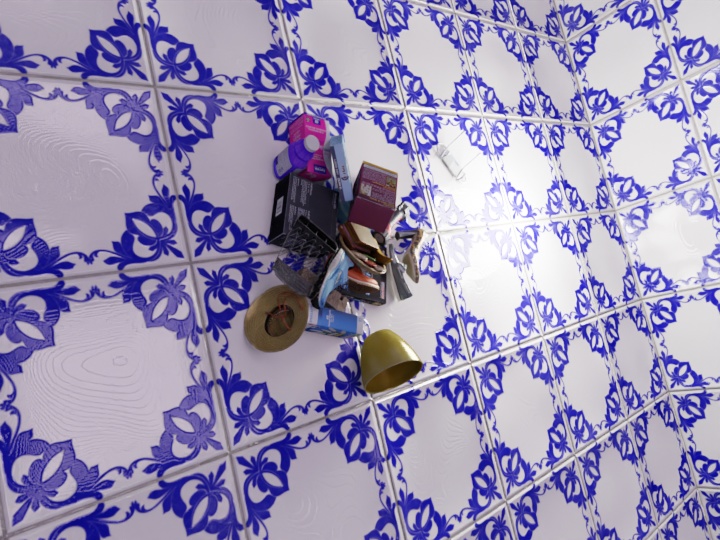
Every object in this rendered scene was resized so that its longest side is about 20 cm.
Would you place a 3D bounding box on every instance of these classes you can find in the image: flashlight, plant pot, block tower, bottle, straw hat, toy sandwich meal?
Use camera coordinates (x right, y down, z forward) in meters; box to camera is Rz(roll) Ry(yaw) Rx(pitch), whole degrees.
[{"bbox_3d":[0.110,-0.162,1.903,0.068,0.068,0.200,48,48,-5],"label":"flashlight"},{"bbox_3d":[0.078,0.271,1.686,0.197,0.201,0.144,1,50,-37],"label":"plant pot"},{"bbox_3d":[-0.124,0.067,1.655,0.199,0.054,0.059,38,56,-24],"label":"block tower"},{"bbox_3d":[-0.193,-0.342,1.628,0.064,0.199,0.085,-1,75,-37],"label":"bottle"},{"bbox_3d":[-0.223,0.149,1.528,0.085,0.197,0.205,68,31,-61],"label":"straw hat"},{"bbox_3d":[0.015,-0.072,1.684,0.204,0.071,0.206,35,18,-13],"label":"toy sandwich meal"}]

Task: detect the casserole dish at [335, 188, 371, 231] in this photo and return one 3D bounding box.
[{"bbox_3d":[-0.019,-0.194,1.825,0.201,0.039,0.121,55,51,-11],"label":"casserole dish"}]

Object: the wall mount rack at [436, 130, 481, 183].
[{"bbox_3d":[0.405,-0.465,2.213,0.201,0.074,0.175,49,53,-17],"label":"wall mount rack"}]

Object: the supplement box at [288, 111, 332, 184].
[{"bbox_3d":[-0.160,-0.384,1.730,0.100,0.103,0.204,4,76,-38],"label":"supplement box"}]

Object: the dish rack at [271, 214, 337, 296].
[{"bbox_3d":[-0.159,-0.036,1.518,0.153,0.054,0.202,39,51,-22],"label":"dish rack"}]

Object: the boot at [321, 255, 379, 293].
[{"bbox_3d":[-0.022,0.003,1.685,0.197,0.075,0.109,23,61,-25],"label":"boot"}]

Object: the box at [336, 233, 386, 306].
[{"bbox_3d":[0.000,0.000,1.777,0.196,0.049,0.204,15,68,-33],"label":"box"}]

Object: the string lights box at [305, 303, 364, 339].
[{"bbox_3d":[-0.097,0.154,1.618,0.197,0.102,0.060,16,68,-33],"label":"string lights box"}]

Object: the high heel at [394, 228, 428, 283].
[{"bbox_3d":[0.212,-0.056,1.930,0.140,0.071,0.204,-7,72,-32],"label":"high heel"}]

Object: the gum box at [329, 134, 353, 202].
[{"bbox_3d":[-0.059,-0.326,1.704,0.201,0.044,0.173,-93,173,-69],"label":"gum box"}]

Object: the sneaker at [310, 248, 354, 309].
[{"bbox_3d":[-0.073,0.032,1.565,0.089,0.078,0.202,37,59,-14],"label":"sneaker"}]

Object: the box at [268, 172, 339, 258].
[{"bbox_3d":[-0.171,-0.163,1.654,0.180,0.103,0.204,18,67,-32],"label":"box"}]

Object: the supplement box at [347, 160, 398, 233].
[{"bbox_3d":[0.042,-0.234,1.709,0.129,0.104,0.202,18,43,-9],"label":"supplement box"}]

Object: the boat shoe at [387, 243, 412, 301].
[{"bbox_3d":[0.133,0.002,1.850,0.073,0.061,0.204,-22,100,-83],"label":"boat shoe"}]
